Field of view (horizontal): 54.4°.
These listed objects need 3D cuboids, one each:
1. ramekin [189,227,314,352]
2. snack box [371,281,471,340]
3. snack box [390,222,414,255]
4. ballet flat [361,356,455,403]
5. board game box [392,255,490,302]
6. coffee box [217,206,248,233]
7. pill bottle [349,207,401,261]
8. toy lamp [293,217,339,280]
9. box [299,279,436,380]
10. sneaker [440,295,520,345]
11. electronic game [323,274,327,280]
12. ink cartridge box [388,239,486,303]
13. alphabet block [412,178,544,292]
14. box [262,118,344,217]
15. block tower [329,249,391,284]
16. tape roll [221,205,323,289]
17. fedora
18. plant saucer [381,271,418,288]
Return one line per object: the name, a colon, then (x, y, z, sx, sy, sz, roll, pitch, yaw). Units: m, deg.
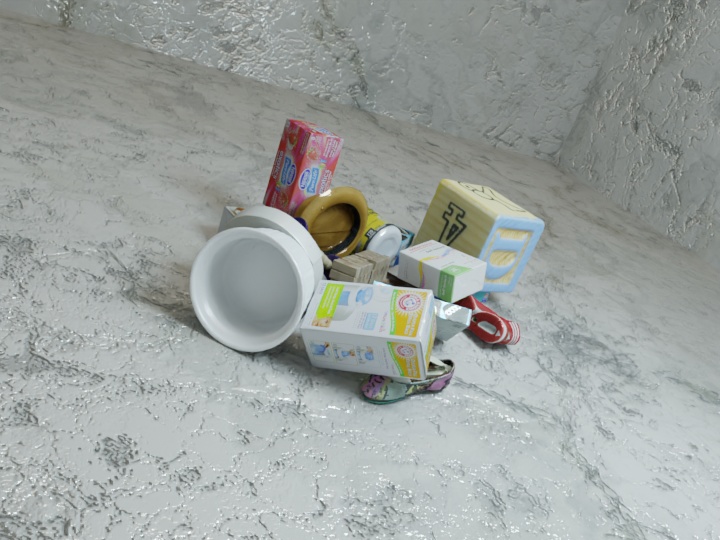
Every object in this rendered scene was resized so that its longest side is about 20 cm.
ramekin: (-0.171, 0.024, 1.158, 0.199, 0.202, 0.098, 24, 15, 10)
snack box: (0.100, 0.081, 1.360, 0.198, 0.116, 0.037, 17, 66, -10)
snack box: (0.026, -0.103, 1.727, 0.199, 0.037, 0.116, 25, 22, 12)
ballet flat: (0.086, 0.175, 1.193, 0.199, 0.072, 0.069, 0, 33, -40)
board game box: (0.196, 0.020, 1.678, 0.199, 0.045, 0.152, 2, 29, -42)
coffee box: (-0.191, -0.074, 1.508, 0.199, 0.080, 0.114, 1, 29, -40)
pill bottle: (-0.011, -0.095, 1.588, 0.200, 0.113, 0.112, 37, 27, 31)
toy lamp: (-0.083, -0.032, 1.369, 0.058, 0.058, 0.200, 38, -8, 37)
box: (0.018, 0.096, 1.147, 0.198, 0.102, 0.113, 5, 47, 17)
sneaker: (0.267, 0.110, 1.534, 0.115, 0.079, 0.200, 25, 15, -41)
electronic game: (-0.140, -0.015, 1.360, 0.199, 0.042, 0.200, 37, -10, 7)
ink cartridge box: (0.162, -0.008, 1.541, 0.117, 0.068, 0.199, -20, 33, -41)
alphabet block: (0.277, -0.081, 1.665, 0.194, 0.198, 0.200, 5, 27, -42)
box: (-0.125, -0.212, 1.508, 0.095, 0.201, 0.100, 1, 27, -43)
block tower: (0.000, 0.000, 1.411, 0.057, 0.054, 0.200, 21, 14, 19)
tape roll: (-0.160, -0.019, 1.254, 0.202, 0.204, 0.037, 26, 42, 13)
fedora: (-0.074, -0.099, 1.446, 0.200, 0.202, 0.082, -5, 32, -47)
plant saucer: (0.050, 0.038, 1.497, 0.198, 0.032, 0.200, 15, 13, -3)
